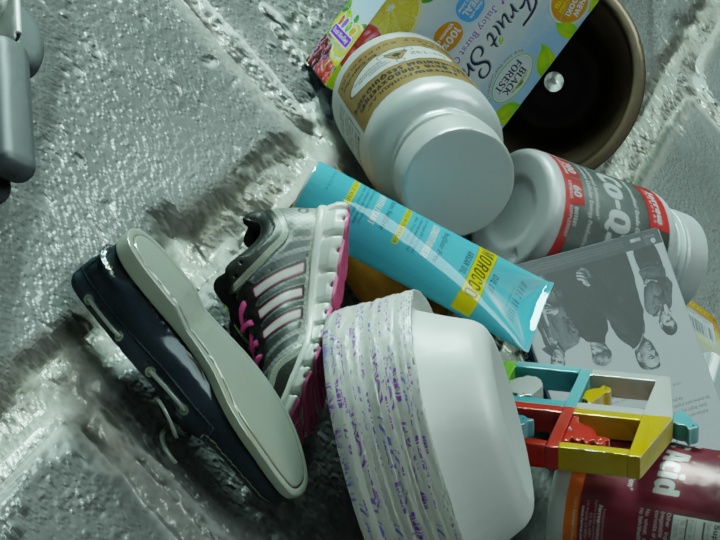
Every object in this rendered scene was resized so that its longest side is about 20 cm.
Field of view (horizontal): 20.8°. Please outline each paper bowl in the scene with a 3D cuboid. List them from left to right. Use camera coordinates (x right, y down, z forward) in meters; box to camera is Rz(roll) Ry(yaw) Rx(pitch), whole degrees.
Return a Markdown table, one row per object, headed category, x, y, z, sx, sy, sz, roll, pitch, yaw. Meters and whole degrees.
| category | x | y | z | sx | sy | sz | roll | pitch | yaw |
| --- | --- | --- | --- | --- | --- | --- | --- | --- | --- |
| paper bowl | 0.051 | 0.112 | 1.300 | 0.201 | 0.104 | 0.202 | -15 | 90 | -82 |

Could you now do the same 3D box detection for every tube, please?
| category | x | y | z | sx | sy | sz | roll | pitch | yaw |
| --- | --- | --- | --- | --- | --- | --- | --- | --- | --- |
| tube | 0.044 | -0.011 | 1.433 | 0.199 | 0.051 | 0.078 | 28 | 50 | -1 |

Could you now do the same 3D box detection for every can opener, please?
| category | x | y | z | sx | sy | sz | roll | pitch | yaw |
| --- | --- | --- | --- | --- | --- | --- | --- | --- | --- |
| can opener | -0.234 | -0.126 | 1.307 | 0.066 | 0.053 | 0.201 | 30 | 35 | -34 |

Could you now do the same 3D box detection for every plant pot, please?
| category | x | y | z | sx | sy | sz | roll | pitch | yaw |
| --- | --- | --- | --- | --- | --- | --- | --- | --- | --- |
| plant pot | 0.174 | -0.178 | 1.828 | 0.201 | 0.200 | 0.175 | 53 | 12 | 6 |

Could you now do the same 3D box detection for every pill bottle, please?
| category | x | y | z | sx | sy | sz | roll | pitch | yaw |
| --- | --- | --- | --- | --- | --- | --- | --- | --- | --- |
| pill bottle | 0.051 | -0.107 | 1.564 | 0.114 | 0.115 | 0.200 | 35 | 12 | -26 |
| pill bottle | 0.205 | -0.028 | 1.724 | 0.199 | 0.114 | 0.114 | 15 | 44 | -35 |
| pill bottle | 0.247 | 0.188 | 1.452 | 0.114 | 0.198 | 0.115 | 8 | 90 | -68 |

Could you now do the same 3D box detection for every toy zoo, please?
| category | x | y | z | sx | sy | sz | roll | pitch | yaw |
| --- | --- | --- | --- | --- | --- | --- | --- | --- | --- |
| toy zoo | 0.154 | 0.110 | 1.470 | 0.131 | 0.198 | 0.021 | -51 | 143 | -60 |

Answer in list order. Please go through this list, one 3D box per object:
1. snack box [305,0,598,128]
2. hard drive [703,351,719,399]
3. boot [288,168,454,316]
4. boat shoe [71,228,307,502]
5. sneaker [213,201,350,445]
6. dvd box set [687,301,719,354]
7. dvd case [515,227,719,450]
| category | x | y | z | sx | sy | sz | roll | pitch | yaw |
| --- | --- | --- | --- | --- | --- | --- | --- | --- | --- |
| snack box | 0.080 | -0.207 | 1.684 | 0.168 | 0.200 | 0.068 | 33 | 12 | -30 |
| hard drive | 0.309 | 0.187 | 1.647 | 0.132 | 0.027 | 0.201 | 35 | 59 | -25 |
| boot | 0.000 | -0.001 | 1.480 | 0.144 | 0.071 | 0.201 | 40 | 20 | -7 |
| boat shoe | -0.109 | 0.070 | 1.245 | 0.201 | 0.062 | 0.075 | 53 | 17 | -8 |
| sneaker | -0.062 | 0.037 | 1.345 | 0.087 | 0.074 | 0.201 | 7 | 59 | 6 |
| dvd box set | 0.286 | 0.087 | 1.814 | 0.146 | 0.029 | 0.201 | 33 | 34 | -28 |
| dvd case | 0.210 | 0.076 | 1.605 | 0.149 | 0.025 | 0.201 | -14 | 78 | -20 |
